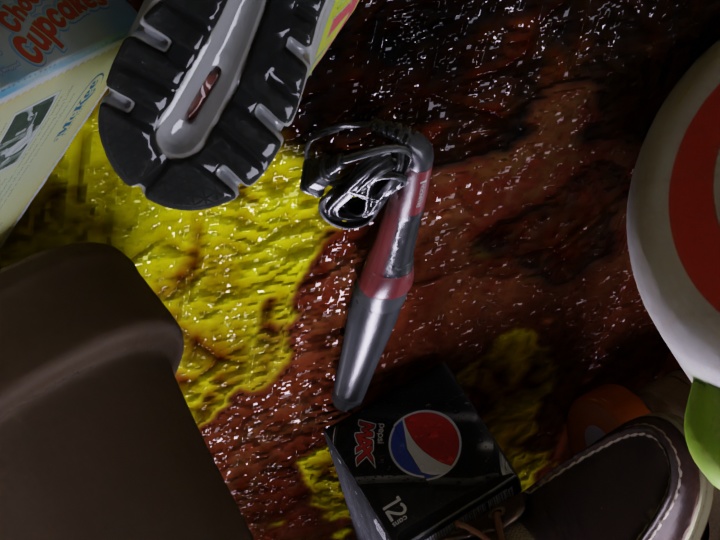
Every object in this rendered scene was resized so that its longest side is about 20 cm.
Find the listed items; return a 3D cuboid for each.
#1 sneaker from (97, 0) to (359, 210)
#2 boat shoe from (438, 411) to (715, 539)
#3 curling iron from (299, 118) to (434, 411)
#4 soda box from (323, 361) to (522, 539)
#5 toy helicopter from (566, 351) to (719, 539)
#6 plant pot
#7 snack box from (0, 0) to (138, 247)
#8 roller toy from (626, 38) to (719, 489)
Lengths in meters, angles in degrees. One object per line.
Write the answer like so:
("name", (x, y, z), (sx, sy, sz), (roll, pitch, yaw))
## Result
("sneaker", (-0.020, -0.119, 0.876), (0.078, 0.090, 0.200), (33, 106, -9))
("boat shoe", (0.062, 0.134, 1.142), (0.200, 0.072, 0.072), (-44, 150, 21))
("curling iron", (0.000, 0.000, 1.094), (0.049, 0.026, 0.200), (4, 149, 0))
("soda box", (0.038, 0.126, 1.243), (0.063, 0.071, 0.200), (-28, 149, -9))
("toy helicopter", (0.132, 0.127, 1.259), (0.079, 0.133, 0.200), (-25, 165, -32))
("plant pot", (-0.112, 0.118, 1.000), (0.200, 0.175, 0.200), (-38, 169, -9))
("snack box", (-0.159, -0.011, 0.925), (0.116, 0.037, 0.200), (-35, 167, -52))
("roller toy", (0.206, -0.007, 1.052), (0.199, 0.183, 0.140), (-25, 147, 11))
